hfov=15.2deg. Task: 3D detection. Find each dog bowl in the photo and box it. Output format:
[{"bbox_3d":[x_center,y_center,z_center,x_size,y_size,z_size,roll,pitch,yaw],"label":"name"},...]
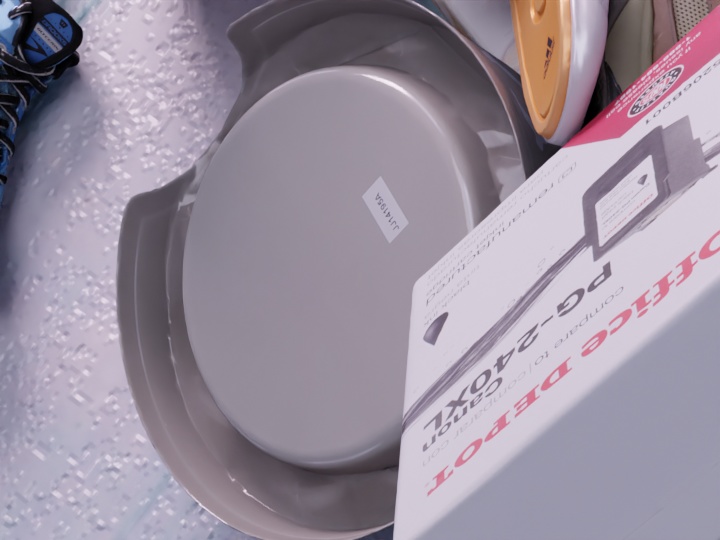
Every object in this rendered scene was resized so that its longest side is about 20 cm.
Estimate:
[{"bbox_3d":[0.000,0.000,0.976,0.199,0.058,0.202,-5,83,40],"label":"dog bowl"}]

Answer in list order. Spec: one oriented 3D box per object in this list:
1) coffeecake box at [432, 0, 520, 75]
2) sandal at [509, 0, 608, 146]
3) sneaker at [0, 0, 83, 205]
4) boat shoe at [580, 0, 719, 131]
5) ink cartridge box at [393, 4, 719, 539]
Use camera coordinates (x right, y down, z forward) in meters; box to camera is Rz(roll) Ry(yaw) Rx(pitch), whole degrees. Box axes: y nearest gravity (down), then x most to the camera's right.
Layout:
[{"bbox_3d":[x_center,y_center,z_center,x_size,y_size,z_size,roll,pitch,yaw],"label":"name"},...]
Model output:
[{"bbox_3d":[0.116,-0.113,1.010,0.153,0.073,0.200,-38,59,3],"label":"coffeecake box"},{"bbox_3d":[0.044,-0.128,0.924,0.059,0.079,0.207,6,43,-11],"label":"sandal"},{"bbox_3d":[-0.160,-0.084,1.110,0.089,0.078,0.201,-11,64,14],"label":"sneaker"},{"bbox_3d":[0.112,-0.101,0.929,0.073,0.076,0.201,3,72,-2],"label":"boat shoe"},{"bbox_3d":[0.089,0.022,0.782,0.145,0.083,0.200,-42,14,16],"label":"ink cartridge box"}]
